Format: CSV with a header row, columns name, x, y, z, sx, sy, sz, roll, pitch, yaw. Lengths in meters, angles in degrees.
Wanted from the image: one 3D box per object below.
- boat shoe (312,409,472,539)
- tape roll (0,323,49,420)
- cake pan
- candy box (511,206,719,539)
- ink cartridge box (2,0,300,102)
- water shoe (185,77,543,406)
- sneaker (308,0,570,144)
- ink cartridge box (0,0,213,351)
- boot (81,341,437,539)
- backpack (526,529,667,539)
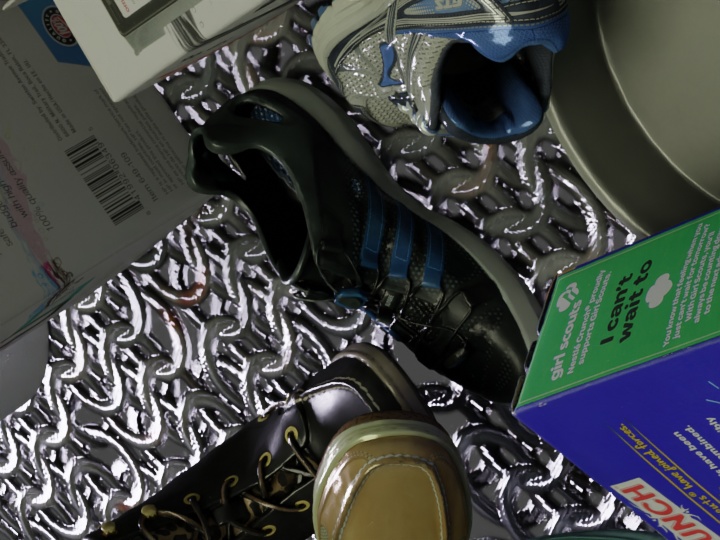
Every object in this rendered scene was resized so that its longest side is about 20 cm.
name,x,y,z,sx,sy,sz,roll,pitch,yaw
boat shoe,0.013,0.149,0.916,0.071,0.076,0.200,2,135,2
tape roll,-0.280,0.014,1.219,0.202,0.071,0.203,24,130,31
cake pan,0.153,-0.084,0.769,0.200,0.037,0.201,24,131,31
candy box,0.184,0.049,0.758,0.169,0.077,0.200,39,143,-21
ink cartridge box,-0.052,-0.139,0.866,0.200,0.116,0.068,-24,97,49
water shoe,0.000,0.000,0.938,0.200,0.079,0.072,44,138,12
sneaker,0.033,-0.083,0.805,0.200,0.077,0.085,123,130,-73
ink cartridge box,-0.208,-0.032,1.020,0.147,0.200,0.146,55,139,0
boot,-0.052,0.110,0.978,0.073,0.150,0.200,57,156,-1
backpack,0.124,0.206,0.901,0.176,0.153,0.200,-11,120,45
